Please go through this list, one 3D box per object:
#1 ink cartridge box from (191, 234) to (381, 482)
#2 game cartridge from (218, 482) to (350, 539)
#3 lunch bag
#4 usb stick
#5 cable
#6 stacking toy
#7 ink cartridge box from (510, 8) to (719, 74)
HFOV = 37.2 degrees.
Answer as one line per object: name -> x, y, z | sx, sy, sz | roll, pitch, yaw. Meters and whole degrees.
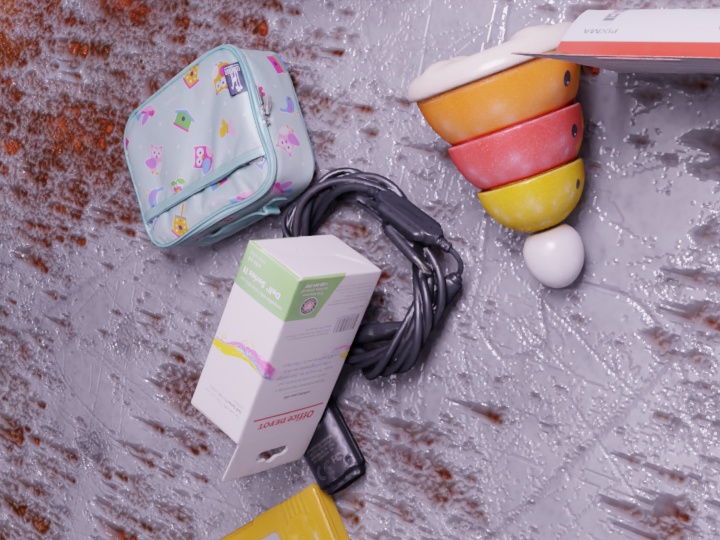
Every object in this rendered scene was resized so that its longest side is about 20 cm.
ink cartridge box -> -0.071, 0.074, 0.924 | 0.067, 0.117, 0.202 | 34, 113, 30
game cartridge -> -0.076, 0.324, 1.019 | 0.199, 0.032, 0.178 | -36, 70, 29
lunch bag -> -0.139, -0.113, 1.036 | 0.199, 0.077, 0.162 | -26, 73, 37
usb stick -> -0.057, 0.112, 1.010 | 0.055, 0.033, 0.201 | -36, 69, 21
cable -> 0.000, 0.000, 0.969 | 0.199, 0.051, 0.165 | 37, 116, 31
stacking toy -> 0.132, -0.084, 0.851 | 0.145, 0.146, 0.202 | -15, 100, 33
ink cartridge box -> 0.217, -0.160, 0.726 | 0.161, 0.199, 0.058 | 9, 96, 33
